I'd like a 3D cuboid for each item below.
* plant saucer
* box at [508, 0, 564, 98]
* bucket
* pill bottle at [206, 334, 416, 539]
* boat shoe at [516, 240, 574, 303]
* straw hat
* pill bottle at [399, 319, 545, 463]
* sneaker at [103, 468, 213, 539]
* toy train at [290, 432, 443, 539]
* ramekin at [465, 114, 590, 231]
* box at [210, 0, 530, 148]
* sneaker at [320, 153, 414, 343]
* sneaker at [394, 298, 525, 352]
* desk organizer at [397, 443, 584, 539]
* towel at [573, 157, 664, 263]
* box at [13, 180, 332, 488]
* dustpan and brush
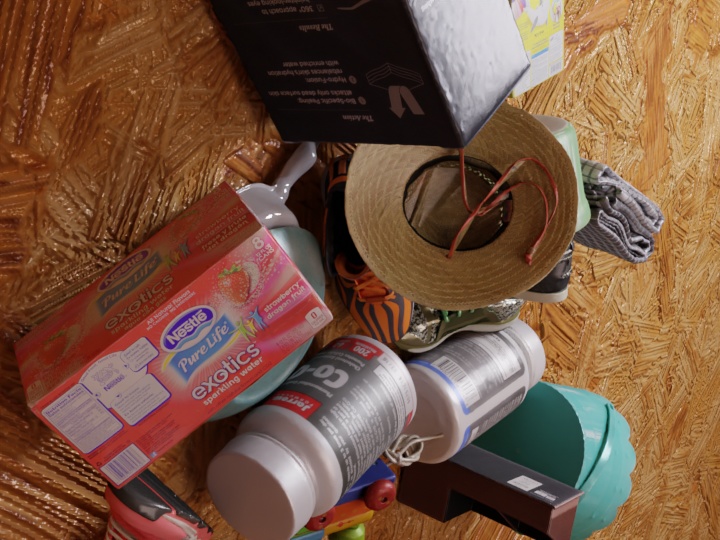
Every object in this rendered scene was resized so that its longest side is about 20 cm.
[{"bbox_3d":[-0.088,0.058,0.899,0.201,0.039,0.201,-40,149,-30],"label":"plant saucer"},{"bbox_3d":[0.179,-0.305,1.161,0.117,0.048,0.201,-33,130,-42],"label":"box"},{"bbox_3d":[0.228,0.235,1.310,0.135,0.207,0.208,24,84,-50],"label":"bucket"},{"bbox_3d":[-0.043,0.153,0.965,0.200,0.114,0.114,-39,132,-48],"label":"pill bottle"},{"bbox_3d":[0.119,-0.019,1.079,0.072,0.199,0.068,-76,173,-60],"label":"boat shoe"},{"bbox_3d":[0.083,-0.056,0.921,0.085,0.201,0.202,142,-32,-85],"label":"straw hat"},{"bbox_3d":[0.120,0.127,1.188,0.200,0.114,0.114,-24,122,-46],"label":"pill bottle"},{"bbox_3d":[-0.171,0.215,0.830,0.087,0.074,0.200,-48,164,-16],"label":"sneaker"},{"bbox_3d":[-0.002,0.238,1.066,0.200,0.085,0.116,-10,124,-31],"label":"toy train"},{"bbox_3d":[0.127,-0.094,1.050,0.200,0.200,0.098,-25,115,-46],"label":"ramekin"},{"bbox_3d":[-0.002,-0.207,0.811,0.117,0.196,0.200,-50,130,-31],"label":"box"},{"bbox_3d":[0.000,0.000,0.978,0.112,0.077,0.200,-84,158,-63],"label":"sneaker"},{"bbox_3d":[0.109,0.029,1.124,0.200,0.089,0.077,-12,71,-35],"label":"sneaker"},{"bbox_3d":[0.144,0.258,1.197,0.072,0.200,0.077,-6,110,-52],"label":"desk organizer"},{"bbox_3d":[0.251,-0.078,1.243,0.200,0.165,0.086,23,91,-54],"label":"towel"},{"bbox_3d":[-0.137,0.044,0.758,0.200,0.095,0.103,-39,125,-3],"label":"box"},{"bbox_3d":[-0.083,-0.041,0.911,0.200,0.057,0.140,-48,151,-17],"label":"dustpan and brush"}]
